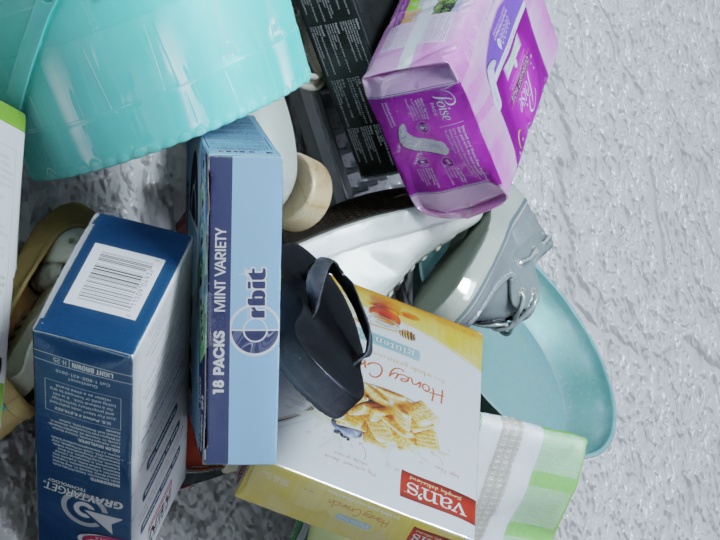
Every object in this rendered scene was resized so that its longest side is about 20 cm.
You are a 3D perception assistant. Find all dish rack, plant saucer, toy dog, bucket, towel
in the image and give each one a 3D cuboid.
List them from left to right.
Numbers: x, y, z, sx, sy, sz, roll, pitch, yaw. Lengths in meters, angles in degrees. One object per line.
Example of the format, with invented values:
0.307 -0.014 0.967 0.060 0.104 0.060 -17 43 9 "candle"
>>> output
-0.133 -0.144 1.542 0.207 0.207 0.135 -36 110 -56 "bucket"
-0.091 -0.100 1.716 0.132 0.096 0.200 44 30 -38 "toy dog"
0.004 -0.102 1.888 0.172 0.043 0.200 -33 107 -58 "dish rack"
0.051 0.162 1.751 0.200 0.031 0.149 12 103 -33 "towel"
0.100 0.054 1.876 0.200 0.036 0.200 36 32 -27 "plant saucer"

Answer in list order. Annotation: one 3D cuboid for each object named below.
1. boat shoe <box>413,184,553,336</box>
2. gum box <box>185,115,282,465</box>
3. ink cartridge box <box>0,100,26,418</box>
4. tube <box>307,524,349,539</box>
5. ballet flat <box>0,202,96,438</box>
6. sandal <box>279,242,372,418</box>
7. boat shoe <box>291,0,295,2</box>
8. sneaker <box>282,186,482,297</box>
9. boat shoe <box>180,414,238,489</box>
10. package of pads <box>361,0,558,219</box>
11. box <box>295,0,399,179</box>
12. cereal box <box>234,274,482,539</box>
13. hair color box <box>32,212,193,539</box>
0.094 0.003 1.815 0.072 0.070 0.201 45 26 -5 "boat shoe"
-0.074 0.005 1.523 0.200 0.044 0.170 -124 -145 -79 "gum box"
-0.256 -0.010 1.411 0.148 0.076 0.200 29 56 -51 "ink cartridge box"
-0.015 0.206 1.684 0.052 0.058 0.200 -100 -162 -73 "tube"
-0.173 0.026 1.535 0.069 0.063 0.200 50 40 -23 "ballet flat"
-0.017 0.031 1.572 0.076 0.043 0.200 43 11 -18 "sandal"
-0.073 -0.247 1.771 0.200 0.091 0.071 42 46 -43 "boat shoe"
0.000 0.000 1.780 0.200 0.073 0.085 -21 107 -26 "sneaker"
-0.075 0.093 1.673 0.200 0.063 0.071 -8 87 -57 "boat shoe"
0.071 -0.138 1.778 0.200 0.076 0.121 -69 142 -49 "package of pads"
0.012 -0.196 1.814 0.193 0.047 0.200 -66 142 -55 "box"
0.003 0.086 1.637 0.144 0.040 0.200 21 35 -12 "cereal box"
-0.138 0.076 1.489 0.100 0.060 0.200 -66 166 -44 "hair color box"
